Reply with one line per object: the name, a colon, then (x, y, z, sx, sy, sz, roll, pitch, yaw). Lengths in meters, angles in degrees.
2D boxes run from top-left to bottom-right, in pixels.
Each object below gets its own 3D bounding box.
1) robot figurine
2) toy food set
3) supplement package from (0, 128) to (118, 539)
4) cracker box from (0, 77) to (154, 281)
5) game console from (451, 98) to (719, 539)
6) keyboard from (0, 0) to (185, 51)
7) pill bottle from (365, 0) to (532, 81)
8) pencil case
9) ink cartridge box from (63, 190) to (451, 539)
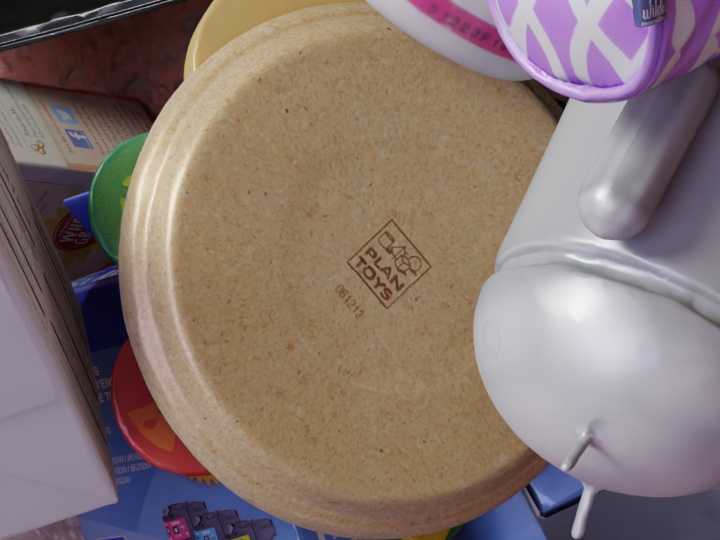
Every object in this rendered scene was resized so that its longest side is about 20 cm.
robot figurine: (0.109, -0.008, 0.863, 0.113, 0.170, 0.200, 15, 69, 28)
toy food set: (0.000, 0.000, 0.907, 0.200, 0.198, 0.049, 35, 163, -16)
supplement package: (-0.207, 0.026, 0.878, 0.200, 0.111, 0.156, -18, 133, 1)
cracker box: (-0.183, -0.014, 1.007, 0.134, 0.200, 0.058, -51, 56, 27)
game console: (0.051, 0.056, 0.990, 0.177, 0.031, 0.200, -29, 86, 31)
keyboard: (-0.106, -0.117, 1.015, 0.200, 0.104, 0.040, -11, 132, 18)
pill bottle: (0.079, -0.174, 0.878, 0.113, 0.113, 0.200, 46, 117, 14)
pencil case: (0.125, -0.120, 0.803, 0.084, 0.200, 0.086, 4, 113, 50)
ink cartridge box: (-0.055, 0.058, 0.986, 0.136, 0.076, 0.200, -15, 94, 47)
